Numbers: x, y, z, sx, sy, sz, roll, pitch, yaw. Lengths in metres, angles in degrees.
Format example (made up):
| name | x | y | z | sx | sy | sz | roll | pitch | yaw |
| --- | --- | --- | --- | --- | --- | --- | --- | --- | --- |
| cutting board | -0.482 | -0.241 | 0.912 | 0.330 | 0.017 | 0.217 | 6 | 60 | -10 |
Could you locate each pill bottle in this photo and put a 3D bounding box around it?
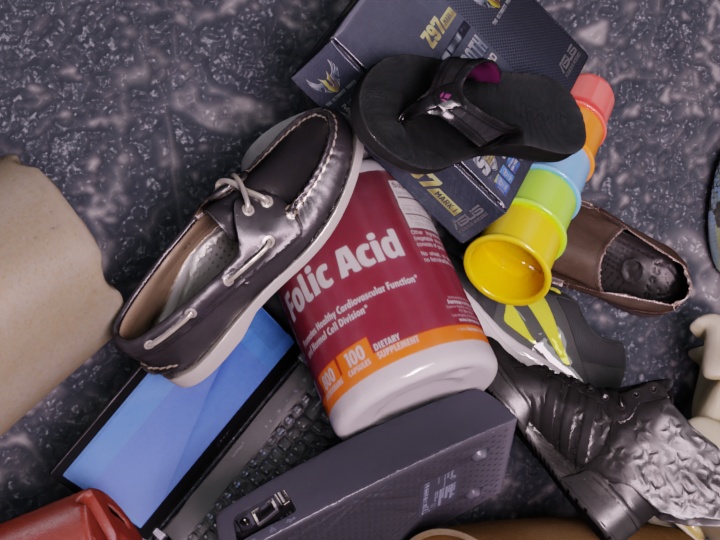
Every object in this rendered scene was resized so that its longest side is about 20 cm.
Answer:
| name | x | y | z | sx | sy | sz | roll | pitch | yaw |
| --- | --- | --- | --- | --- | --- | --- | --- | --- | --- |
| pill bottle | 0.000 | 0.000 | 0.923 | 0.114 | 0.114 | 0.201 | -19 | 67 | -13 |

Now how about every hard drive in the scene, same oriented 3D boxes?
| name | x | y | z | sx | sy | sz | roll | pitch | yaw |
| --- | --- | --- | --- | --- | --- | --- | --- | --- | --- |
| hard drive | 0.002 | 0.149 | 0.908 | 0.199 | 0.135 | 0.042 | -24 | 62 | -13 |

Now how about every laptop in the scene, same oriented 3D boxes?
| name | x | y | z | sx | sy | sz | roll | pitch | yaw |
| --- | --- | --- | --- | --- | --- | --- | --- | --- | --- |
| laptop | -0.067 | 0.132 | 0.944 | 0.200 | 0.103 | 0.177 | 40 | 82 | 3 |

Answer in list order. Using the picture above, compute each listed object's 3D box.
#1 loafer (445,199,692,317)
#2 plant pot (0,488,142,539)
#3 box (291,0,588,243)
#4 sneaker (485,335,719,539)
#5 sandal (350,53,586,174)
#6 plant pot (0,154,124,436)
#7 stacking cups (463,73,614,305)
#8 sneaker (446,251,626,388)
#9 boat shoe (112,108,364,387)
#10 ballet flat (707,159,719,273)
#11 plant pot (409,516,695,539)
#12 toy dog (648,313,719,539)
| name | x | y | z | sx | sy | sz | roll | pitch | yaw |
| --- | --- | --- | --- | --- | --- | --- | --- | --- | --- |
| loafer | 0.157 | -0.022 | 1.017 | 0.199 | 0.071 | 0.073 | 18 | 87 | -14 |
| plant pot | -0.213 | 0.239 | 0.842 | 0.195 | 0.201 | 0.201 | -27 | 97 | 0 |
| box | 0.060 | -0.138 | 0.950 | 0.158 | 0.051 | 0.200 | 43 | 44 | -10 |
| sneaker | 0.163 | 0.100 | 0.927 | 0.104 | 0.060 | 0.200 | -37 | 69 | -3 |
| sandal | 0.075 | -0.104 | 0.869 | 0.200 | 0.048 | 0.076 | -8 | 72 | -43 |
| plant pot | -0.254 | 0.031 | 0.867 | 0.183 | 0.200 | 0.201 | -35 | 99 | -23 |
| stacking cups | 0.128 | -0.062 | 0.978 | 0.060 | 0.060 | 0.200 | 40 | 46 | -12 |
| sneaker | 0.106 | 0.038 | 1.016 | 0.200 | 0.074 | 0.085 | 41 | 59 | -9 |
| boat shoe | -0.076 | -0.022 | 0.863 | 0.200 | 0.074 | 0.060 | -51 | 134 | 5 |
| ballet flat | 0.310 | -0.088 | 1.058 | 0.074 | 0.074 | 0.201 | 11 | 88 | -14 |
| plant pot | 0.147 | 0.244 | 0.960 | 0.199 | 0.186 | 0.187 | -9 | 93 | -36 |
| toy dog | 0.299 | 0.106 | 0.999 | 0.200 | 0.194 | 0.140 | -45 | 143 | -14 |
